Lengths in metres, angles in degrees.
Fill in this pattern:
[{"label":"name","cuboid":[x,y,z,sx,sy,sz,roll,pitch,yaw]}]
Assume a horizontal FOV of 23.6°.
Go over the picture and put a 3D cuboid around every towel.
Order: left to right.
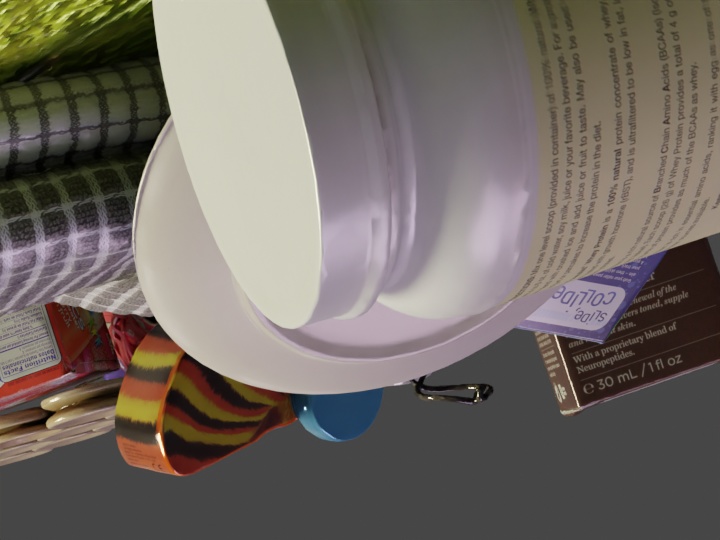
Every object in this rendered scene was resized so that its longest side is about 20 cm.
[{"label":"towel","cuboid":[-0.134,-0.020,0.724,0.165,0.086,0.200,-16,175,-26]}]

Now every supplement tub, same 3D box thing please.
[{"label":"supplement tub","cuboid":[0.053,-0.070,0.501,0.199,0.146,0.145,-17,175,-19]}]

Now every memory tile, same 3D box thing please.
[{"label":"memory tile","cuboid":[-0.179,0.089,0.977,0.199,0.017,0.153,-19,173,29]}]

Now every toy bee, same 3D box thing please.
[{"label":"toy bee","cuboid":[-0.030,0.021,0.786,0.130,0.109,0.200,-2,-173,26]}]

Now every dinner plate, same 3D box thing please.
[{"label":"dinner plate","cuboid":[0.017,-0.023,0.622,0.199,0.024,0.201,-13,133,-15]}]

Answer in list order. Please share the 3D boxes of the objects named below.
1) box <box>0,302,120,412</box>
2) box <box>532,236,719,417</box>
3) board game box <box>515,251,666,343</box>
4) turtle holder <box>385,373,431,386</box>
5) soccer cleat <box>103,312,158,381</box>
[{"label":"box","cuboid":[-0.242,0.039,0.908,0.199,0.100,0.095,-20,175,7]},{"label":"box","cuboid":[0.129,-0.031,0.947,0.100,0.201,0.075,-19,174,-4]},{"label":"board game box","cuboid":[0.047,-0.043,0.660,0.199,0.035,0.136,11,124,-34]},{"label":"turtle holder","cuboid":[0.010,-0.001,0.985,0.140,0.133,0.185,-3,-173,-12]},{"label":"soccer cleat","cuboid":[-0.117,0.020,0.978,0.200,0.068,0.073,-58,180,45]}]
